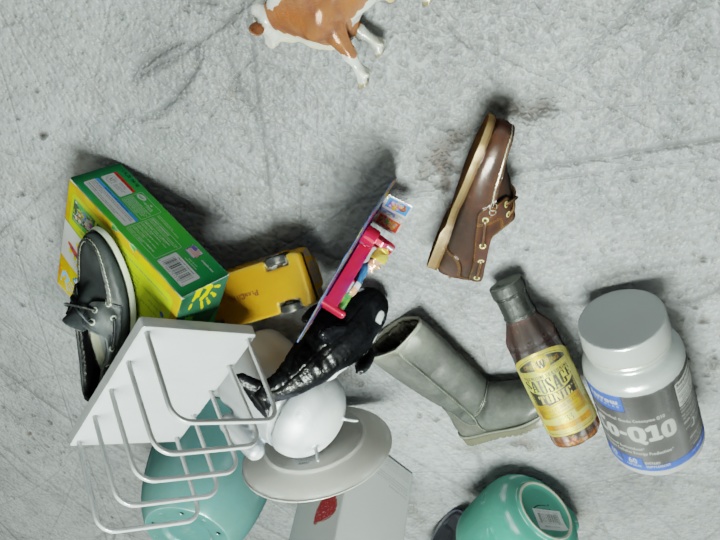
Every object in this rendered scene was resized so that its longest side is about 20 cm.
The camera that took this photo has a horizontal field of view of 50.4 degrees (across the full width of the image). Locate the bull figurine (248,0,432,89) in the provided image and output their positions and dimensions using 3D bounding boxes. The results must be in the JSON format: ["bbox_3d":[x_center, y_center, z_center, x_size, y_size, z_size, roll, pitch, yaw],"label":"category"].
[{"bbox_3d":[-0.010,-0.243,0.678,0.121,0.066,0.199,37,129,-22],"label":"bull figurine"}]

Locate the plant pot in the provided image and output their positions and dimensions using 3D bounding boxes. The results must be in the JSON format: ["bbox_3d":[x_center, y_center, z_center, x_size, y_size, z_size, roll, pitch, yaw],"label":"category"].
[{"bbox_3d":[-0.224,0.313,1.108,0.196,0.162,0.203,6,130,7],"label":"plant pot"}]

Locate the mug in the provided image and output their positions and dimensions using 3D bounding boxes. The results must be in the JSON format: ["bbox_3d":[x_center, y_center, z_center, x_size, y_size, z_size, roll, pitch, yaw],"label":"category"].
[{"bbox_3d":[0.230,0.354,1.064,0.151,0.185,0.115,39,124,10],"label":"mug"}]

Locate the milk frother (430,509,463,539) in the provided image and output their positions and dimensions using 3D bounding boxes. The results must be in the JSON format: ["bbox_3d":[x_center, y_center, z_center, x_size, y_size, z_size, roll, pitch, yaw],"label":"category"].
[{"bbox_3d":[0.182,0.502,1.146,0.186,0.202,0.181,27,133,-10],"label":"milk frother"}]

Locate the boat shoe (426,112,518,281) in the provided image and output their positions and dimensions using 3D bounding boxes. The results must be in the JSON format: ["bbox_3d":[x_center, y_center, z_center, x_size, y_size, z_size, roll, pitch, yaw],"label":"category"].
[{"bbox_3d":[0.126,-0.068,0.785,0.069,0.071,0.202,20,138,5],"label":"boat shoe"}]

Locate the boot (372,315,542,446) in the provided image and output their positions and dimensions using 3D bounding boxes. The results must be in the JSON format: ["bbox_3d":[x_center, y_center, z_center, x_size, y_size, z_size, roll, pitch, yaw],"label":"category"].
[{"bbox_3d":[0.131,0.124,0.947,0.181,0.073,0.201,-31,110,29],"label":"boot"}]

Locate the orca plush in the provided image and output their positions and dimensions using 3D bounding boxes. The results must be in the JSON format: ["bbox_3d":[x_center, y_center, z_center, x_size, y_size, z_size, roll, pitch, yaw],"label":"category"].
[{"bbox_3d":[-0.051,0.076,0.873,0.197,0.106,0.071,-24,151,-9],"label":"orca plush"}]

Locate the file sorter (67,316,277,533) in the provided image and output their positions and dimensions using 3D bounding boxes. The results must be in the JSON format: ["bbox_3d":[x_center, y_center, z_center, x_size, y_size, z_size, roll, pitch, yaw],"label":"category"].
[{"bbox_3d":[-0.197,0.166,0.815,0.137,0.125,0.201,8,130,-43],"label":"file sorter"}]

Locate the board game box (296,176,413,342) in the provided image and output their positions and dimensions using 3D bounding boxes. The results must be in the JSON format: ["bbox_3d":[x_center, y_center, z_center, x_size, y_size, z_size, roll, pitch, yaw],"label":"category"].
[{"bbox_3d":[0.000,0.000,0.805,0.039,0.159,0.201,31,129,1],"label":"board game box"}]

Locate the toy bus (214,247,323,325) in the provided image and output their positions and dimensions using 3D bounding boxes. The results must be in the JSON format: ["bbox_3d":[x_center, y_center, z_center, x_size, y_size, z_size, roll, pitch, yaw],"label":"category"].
[{"bbox_3d":[-0.133,0.026,0.903,0.197,0.078,0.066,-17,96,24],"label":"toy bus"}]

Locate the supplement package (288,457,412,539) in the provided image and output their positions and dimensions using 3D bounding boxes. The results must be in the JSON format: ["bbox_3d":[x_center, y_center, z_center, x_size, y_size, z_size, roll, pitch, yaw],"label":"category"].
[{"bbox_3d":[-0.017,0.359,1.073,0.119,0.202,0.121,39,126,-20],"label":"supplement package"}]

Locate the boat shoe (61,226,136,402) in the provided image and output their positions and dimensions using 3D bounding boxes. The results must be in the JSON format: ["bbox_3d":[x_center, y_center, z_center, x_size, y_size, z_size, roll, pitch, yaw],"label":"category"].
[{"bbox_3d":[-0.287,0.055,0.825,0.074,0.066,0.203,27,126,33],"label":"boat shoe"}]

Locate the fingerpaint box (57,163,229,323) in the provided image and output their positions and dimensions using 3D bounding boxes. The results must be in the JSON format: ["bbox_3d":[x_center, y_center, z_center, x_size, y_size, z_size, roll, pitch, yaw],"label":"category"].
[{"bbox_3d":[-0.253,0.009,0.873,0.200,0.073,0.168,42,132,19],"label":"fingerpaint box"}]

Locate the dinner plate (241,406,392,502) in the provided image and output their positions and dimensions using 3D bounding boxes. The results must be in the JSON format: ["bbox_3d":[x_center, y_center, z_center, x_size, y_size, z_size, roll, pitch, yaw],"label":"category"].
[{"bbox_3d":[-0.058,0.223,0.980,0.196,0.201,0.025,-6,113,16],"label":"dinner plate"}]

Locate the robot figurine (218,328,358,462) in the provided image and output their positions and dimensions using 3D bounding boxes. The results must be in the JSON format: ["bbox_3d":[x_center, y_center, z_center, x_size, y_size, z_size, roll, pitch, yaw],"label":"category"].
[{"bbox_3d":[-0.097,0.151,0.948,0.199,0.170,0.113,34,162,28],"label":"robot figurine"}]

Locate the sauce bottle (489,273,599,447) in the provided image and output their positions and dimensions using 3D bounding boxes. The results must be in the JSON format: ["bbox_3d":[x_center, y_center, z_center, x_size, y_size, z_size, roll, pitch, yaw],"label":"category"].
[{"bbox_3d":[0.206,0.102,0.876,0.065,0.066,0.202,-25,99,29],"label":"sauce bottle"}]

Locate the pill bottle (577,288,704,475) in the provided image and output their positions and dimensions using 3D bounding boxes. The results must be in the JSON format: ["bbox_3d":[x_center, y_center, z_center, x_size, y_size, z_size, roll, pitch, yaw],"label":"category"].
[{"bbox_3d":[0.317,0.127,0.869,0.112,0.115,0.202,-14,124,22],"label":"pill bottle"}]
